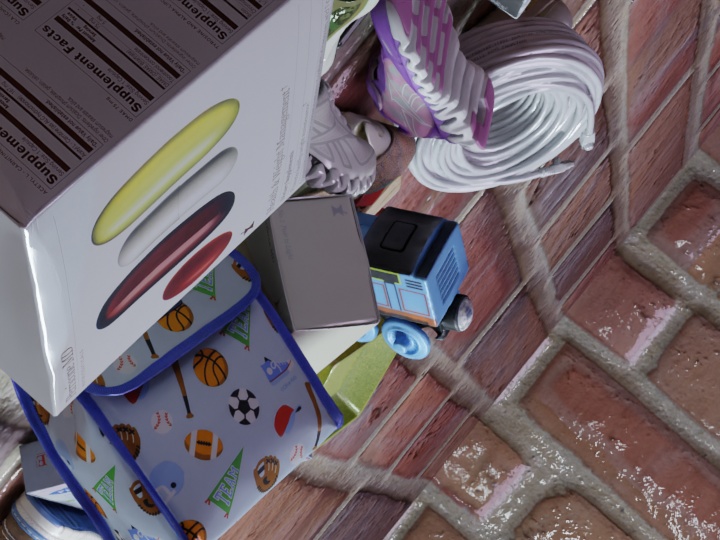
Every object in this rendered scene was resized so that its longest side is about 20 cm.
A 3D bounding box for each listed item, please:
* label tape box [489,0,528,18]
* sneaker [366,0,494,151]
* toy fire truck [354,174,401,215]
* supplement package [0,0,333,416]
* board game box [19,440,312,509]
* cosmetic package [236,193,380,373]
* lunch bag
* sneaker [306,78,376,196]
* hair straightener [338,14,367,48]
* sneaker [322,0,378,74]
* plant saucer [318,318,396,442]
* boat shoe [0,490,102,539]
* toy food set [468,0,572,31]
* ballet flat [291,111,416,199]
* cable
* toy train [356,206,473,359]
[{"bbox_3d":[0.054,-0.219,0.860,0.066,0.143,0.200,-54,180,9],"label":"label tape box"},{"bbox_3d":[0.039,-0.160,1.177,0.200,0.087,0.081,51,48,-56],"label":"sneaker"},{"bbox_3d":[0.000,-0.051,1.371,0.142,0.049,0.200,-58,165,19],"label":"toy fire truck"},{"bbox_3d":[-0.134,-0.077,0.726,0.200,0.147,0.192,-45,164,-25],"label":"supplement package"},{"bbox_3d":[-0.153,0.150,1.215,0.198,0.042,0.200,-16,165,3],"label":"board game box"},{"bbox_3d":[-0.063,0.028,1.138,0.072,0.105,0.200,-5,161,-24],"label":"cosmetic package"},{"bbox_3d":[-0.133,0.076,1.007,0.170,0.201,0.123,-37,-171,-39],"label":"lunch bag"},{"bbox_3d":[-0.039,-0.104,1.075,0.199,0.075,0.082,6,108,-62],"label":"sneaker"},{"bbox_3d":[0.029,-0.240,1.049,0.201,0.041,0.077,-55,166,-4],"label":"hair straightener"},{"bbox_3d":[-0.049,-0.158,0.894,0.088,0.077,0.200,-33,168,-27],"label":"sneaker"},{"bbox_3d":[-0.031,0.127,1.707,0.200,0.048,0.201,-32,156,-52],"label":"plant saucer"},{"bbox_3d":[-0.260,0.236,1.266,0.072,0.072,0.200,-45,155,-3],"label":"boat shoe"},{"bbox_3d":[0.147,-0.197,1.438,0.143,0.060,0.201,-43,163,-29],"label":"toy food set"},{"bbox_3d":[-0.019,-0.088,1.206,0.200,0.068,0.068,-40,143,-39],"label":"ballet flat"},{"bbox_3d":[0.128,-0.150,1.343,0.198,0.070,0.201,-16,152,-14],"label":"cable"},{"bbox_3d":[0.000,0.000,1.237,0.087,0.198,0.115,-56,146,-35],"label":"toy train"}]
